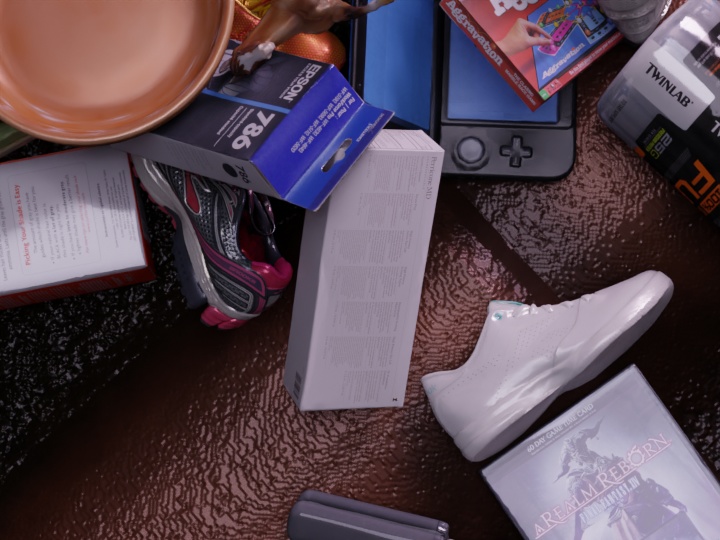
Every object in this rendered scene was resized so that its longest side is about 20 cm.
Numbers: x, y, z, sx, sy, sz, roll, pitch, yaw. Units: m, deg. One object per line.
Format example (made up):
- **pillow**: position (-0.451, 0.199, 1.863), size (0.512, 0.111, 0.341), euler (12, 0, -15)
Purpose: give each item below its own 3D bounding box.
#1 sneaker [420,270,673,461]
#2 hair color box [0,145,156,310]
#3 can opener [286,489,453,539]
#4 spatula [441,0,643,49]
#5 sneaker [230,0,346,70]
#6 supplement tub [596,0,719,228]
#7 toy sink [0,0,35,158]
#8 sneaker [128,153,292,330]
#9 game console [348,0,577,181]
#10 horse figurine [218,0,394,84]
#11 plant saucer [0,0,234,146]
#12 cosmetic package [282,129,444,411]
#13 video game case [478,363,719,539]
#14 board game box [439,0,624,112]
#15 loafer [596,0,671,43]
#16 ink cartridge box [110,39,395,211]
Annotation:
- **sneaker**: position (0.135, 0.048, 1.272), size (0.200, 0.075, 0.089), euler (-36, 71, -3)
- **hair color box**: position (-0.261, -0.026, 1.290), size (0.199, 0.061, 0.102), euler (-10, 81, -2)
- **can opener**: position (0.043, 0.210, 1.250), size (0.200, 0.053, 0.067), euler (17, 102, 6)
- **spatula**: position (0.143, -0.191, 1.290), size (0.200, 0.021, 0.057), euler (11, 75, -23)
- **sneaker**: position (-0.100, -0.198, 1.265), size (0.200, 0.077, 0.073), euler (29, 54, 10)
- **supplement tub**: position (0.282, -0.096, 1.261), size (0.200, 0.123, 0.123), euler (43, 84, 7)
- **toy sink**: position (-0.256, -0.162, 1.277), size (0.200, 0.130, 0.112), euler (-29, 82, -5)
- **sneaker**: position (-0.106, -0.060, 1.271), size (0.075, 0.081, 0.200), euler (-32, 77, 38)
- **game console**: position (0.080, -0.175, 1.279), size (0.170, 0.118, 0.201), euler (2, 82, 2)
- **horse figurine**: position (-0.021, -0.222, 1.190), size (0.050, 0.132, 0.200), euler (33, 51, -32)
- **plant saucer**: position (-0.184, -0.180, 1.190), size (0.200, 0.037, 0.201), euler (-1, 78, 4)
- **cosmetic package**: position (0.000, 0.000, 1.231), size (0.082, 0.051, 0.200), euler (1, 113, -20)
- **video game case**: position (0.201, 0.190, 1.272), size (0.143, 0.019, 0.200), euler (-34, 83, -4)
- **board game box**: position (0.151, -0.202, 1.272), size (0.103, 0.019, 0.200), euler (48, 50, 2)
- **loafer**: position (0.210, -0.246, 1.287), size (0.070, 0.070, 0.200), euler (-3, 42, 25)
- **ink cartridge box**: position (-0.083, -0.109, 1.188), size (0.200, 0.039, 0.100), euler (18, 59, 35)
